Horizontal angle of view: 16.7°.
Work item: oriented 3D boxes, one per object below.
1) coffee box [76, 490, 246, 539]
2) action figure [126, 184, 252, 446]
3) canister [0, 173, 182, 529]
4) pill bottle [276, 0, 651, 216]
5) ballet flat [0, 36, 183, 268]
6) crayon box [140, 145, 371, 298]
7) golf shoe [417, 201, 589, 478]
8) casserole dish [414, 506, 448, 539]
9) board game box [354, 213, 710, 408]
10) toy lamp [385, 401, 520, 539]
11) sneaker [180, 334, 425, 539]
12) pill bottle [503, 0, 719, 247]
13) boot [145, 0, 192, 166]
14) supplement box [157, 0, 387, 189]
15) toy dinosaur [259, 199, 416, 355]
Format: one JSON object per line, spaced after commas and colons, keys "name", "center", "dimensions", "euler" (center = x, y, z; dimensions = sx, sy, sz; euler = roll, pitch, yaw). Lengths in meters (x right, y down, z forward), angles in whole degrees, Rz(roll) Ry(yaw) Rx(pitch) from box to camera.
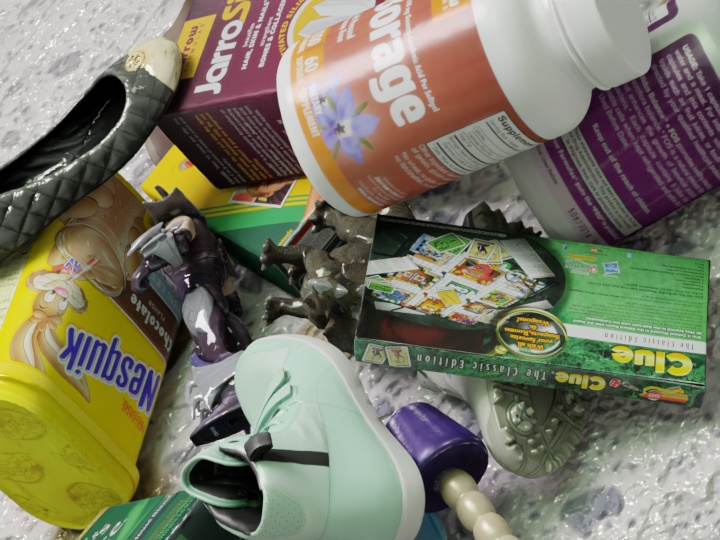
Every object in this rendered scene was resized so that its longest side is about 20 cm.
{"name": "coffee box", "center": [-0.145, 0.191, 1.452], "dimensions": [0.123, 0.044, 0.200], "euler": [-51, 12, -21]}
{"name": "action figure", "center": [-0.100, 0.028, 1.580], "dimensions": [0.069, 0.130, 0.201], "euler": [-35, 52, 11]}
{"name": "canister", "center": [-0.188, 0.045, 1.613], "dimensions": [0.086, 0.149, 0.201], "euler": [-11, 47, 32]}
{"name": "pill bottle", "center": [0.061, -0.115, 1.411], "dimensions": [0.199, 0.112, 0.113], "euler": [-22, 44, 24]}
{"name": "ballet flat", "center": [-0.191, -0.080, 1.576], "dimensions": [0.200, 0.057, 0.066], "euler": [-45, 36, -8]}
{"name": "crayon box", "center": [-0.032, -0.093, 1.678], "dimensions": [0.200, 0.058, 0.172], "euler": [-51, 41, -10]}
{"name": "golf shoe", "center": [0.077, 0.059, 1.465], "dimensions": [0.097, 0.078, 0.201], "euler": [-43, 32, 30]}
{"name": "casserole dish", "center": [-0.009, 0.163, 1.449], "dimensions": [0.121, 0.039, 0.200], "euler": [-39, 41, 3]}
{"name": "board game box", "center": [0.100, 0.022, 1.408], "dimensions": [0.198, 0.024, 0.105], "euler": [8, 43, 3]}
{"name": "toy lamp", "center": [0.076, 0.148, 1.351], "dimensions": [0.058, 0.058, 0.200], "euler": [-41, 51, 0]}
{"name": "sneaker", "center": [-0.056, 0.090, 1.397], "dimensions": [0.200, 0.117, 0.074], "euler": [43, 124, 54]}
{"name": "pill bottle", "center": [0.188, -0.098, 1.467], "dimensions": [0.199, 0.112, 0.113], "euler": [-30, 41, 15]}
{"name": "boot", "center": [-0.128, -0.162, 1.815], "dimensions": [0.146, 0.070, 0.200], "euler": [-45, 32, 9]}
{"name": "supplement box", "center": [-0.025, -0.132, 1.593], "dimensions": [0.199, 0.086, 0.111], "euler": [-8, 51, 35]}
{"name": "toy dinosaur", "center": [0.000, 0.000, 1.541], "dimensions": [0.102, 0.077, 0.200], "euler": [14, 26, 20]}
